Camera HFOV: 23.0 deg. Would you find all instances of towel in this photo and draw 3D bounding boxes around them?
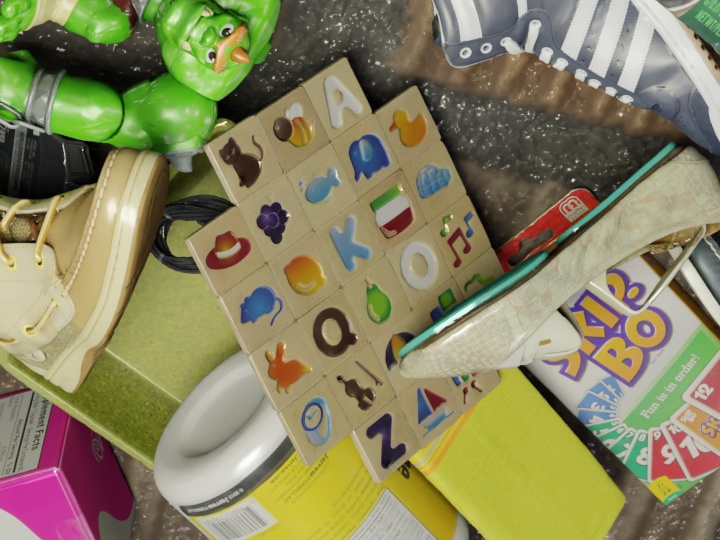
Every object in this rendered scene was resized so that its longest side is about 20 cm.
[{"bbox_3d":[0.070,0.096,0.977,0.200,0.018,0.086,48,63,-24],"label":"towel"}]

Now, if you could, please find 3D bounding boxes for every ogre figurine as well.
[{"bbox_3d":[-0.097,-0.140,0.880,0.120,0.098,0.200,32,81,-5],"label":"ogre figurine"}]

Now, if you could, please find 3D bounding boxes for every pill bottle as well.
[{"bbox_3d":[-0.011,0.139,0.972,0.112,0.112,0.200,-35,115,16],"label":"pill bottle"}]

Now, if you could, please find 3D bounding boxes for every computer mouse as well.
[{"bbox_3d":[-0.133,-0.044,0.927,0.200,0.034,0.059,21,111,17],"label":"computer mouse"}]

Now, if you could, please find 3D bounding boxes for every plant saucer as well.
[{"bbox_3d":[-0.067,0.030,1.000,0.200,0.048,0.200,38,111,-21],"label":"plant saucer"}]

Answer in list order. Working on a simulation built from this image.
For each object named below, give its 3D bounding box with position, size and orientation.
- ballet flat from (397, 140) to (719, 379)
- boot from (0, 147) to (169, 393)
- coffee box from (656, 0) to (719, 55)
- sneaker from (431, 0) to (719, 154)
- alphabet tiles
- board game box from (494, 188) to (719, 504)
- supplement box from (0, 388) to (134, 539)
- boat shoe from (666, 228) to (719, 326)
[{"bbox_3d":[0.112,0.009,0.917,0.200,0.067,0.062,-37,87,-7],"label":"ballet flat"},{"bbox_3d":[-0.183,-0.021,0.871,0.155,0.073,0.200,26,150,-8],"label":"boot"},{"bbox_3d":[0.208,-0.197,0.813,0.123,0.044,0.200,35,113,-20],"label":"coffee box"},{"bbox_3d":[0.109,-0.117,0.910,0.108,0.070,0.200,-37,108,12],"label":"sneaker"},{"bbox_3d":[0.000,0.000,0.915,0.166,0.006,0.200,-37,109,-32],"label":"alphabet tiles"},{"bbox_3d":[0.155,0.046,1.032,0.095,0.030,0.200,-39,112,17],"label":"board game box"},{"bbox_3d":[-0.244,0.151,1.031,0.199,0.103,0.101,-15,118,7],"label":"supplement box"},{"bbox_3d":[0.248,0.031,0.998,0.062,0.075,0.200,-40,115,20],"label":"boat shoe"}]
